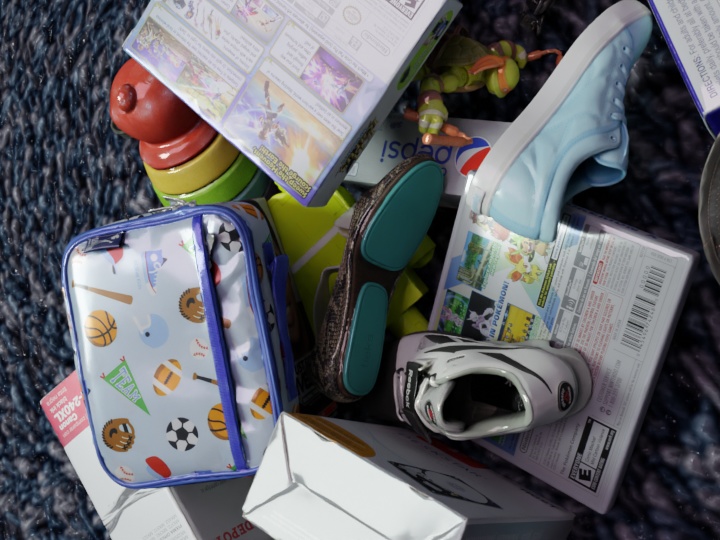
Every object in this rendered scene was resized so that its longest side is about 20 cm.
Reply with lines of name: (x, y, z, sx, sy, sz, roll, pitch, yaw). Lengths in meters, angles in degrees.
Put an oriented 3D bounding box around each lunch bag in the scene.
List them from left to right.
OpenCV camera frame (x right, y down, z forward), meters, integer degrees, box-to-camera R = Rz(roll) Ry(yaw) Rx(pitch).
lunch bag: (-0.123, 0.048, 0.670, 0.157, 0.076, 0.204, -8, 95, 14)

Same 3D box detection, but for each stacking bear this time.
stacking bear: (-0.149, -0.107, 0.832, 0.112, 0.201, 0.122, 11, 60, 35)

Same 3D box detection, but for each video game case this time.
video game case: (-0.055, -0.180, 0.696, 0.199, 0.045, 0.182, 41, 106, 12)
video game case: (0.133, 0.049, 0.696, 0.181, 0.022, 0.203, 25, 113, 32)

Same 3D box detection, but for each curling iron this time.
curling iron: (0.170, -0.214, 0.707, 0.050, 0.025, 0.200, -63, 14, -2)

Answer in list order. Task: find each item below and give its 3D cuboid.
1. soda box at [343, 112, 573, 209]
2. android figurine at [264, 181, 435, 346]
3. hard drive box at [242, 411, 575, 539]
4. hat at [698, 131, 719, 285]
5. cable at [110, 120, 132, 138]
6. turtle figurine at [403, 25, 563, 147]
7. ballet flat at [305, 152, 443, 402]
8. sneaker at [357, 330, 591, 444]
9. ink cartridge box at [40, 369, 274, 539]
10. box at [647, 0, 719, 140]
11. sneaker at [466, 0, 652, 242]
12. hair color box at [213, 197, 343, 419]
soda box: (0.078, -0.087, 0.779, 0.198, 0.068, 0.065, 11, 85, 34)
android figurine: (-0.026, 0.009, 0.800, 0.182, 0.041, 0.201, -43, 83, 16)
hard drive box: (0.040, 0.172, 0.661, 0.154, 0.199, 0.078, 23, 90, 33)
hat: (0.304, -0.060, 0.612, 0.197, 0.081, 0.204, -1, 107, -3)
cable: (-0.197, -0.191, 0.992, 0.197, 0.050, 0.099, 2, 81, 32)
turtle figurine: (0.061, -0.158, 0.747, 0.160, 0.200, 0.065, 13, 129, 37)
ballet flat: (0.000, 0.000, 0.734, 0.075, 0.067, 0.203, 14, 83, 45)
sneaker: (0.061, 0.087, 0.691, 0.198, 0.088, 0.075, -9, 94, 40)
ink cartridge box: (-0.156, 0.165, 0.796, 0.083, 0.145, 0.202, -36, 78, 21)
box: (0.302, -0.211, 0.642, 0.198, 0.104, 0.187, -26, 65, 24)
sneaker: (0.161, -0.099, 0.658, 0.081, 0.074, 0.201, 35, 78, 16)
hair color box: (-0.084, 0.048, 0.749, 0.060, 0.101, 0.203, -20, 92, 16)
